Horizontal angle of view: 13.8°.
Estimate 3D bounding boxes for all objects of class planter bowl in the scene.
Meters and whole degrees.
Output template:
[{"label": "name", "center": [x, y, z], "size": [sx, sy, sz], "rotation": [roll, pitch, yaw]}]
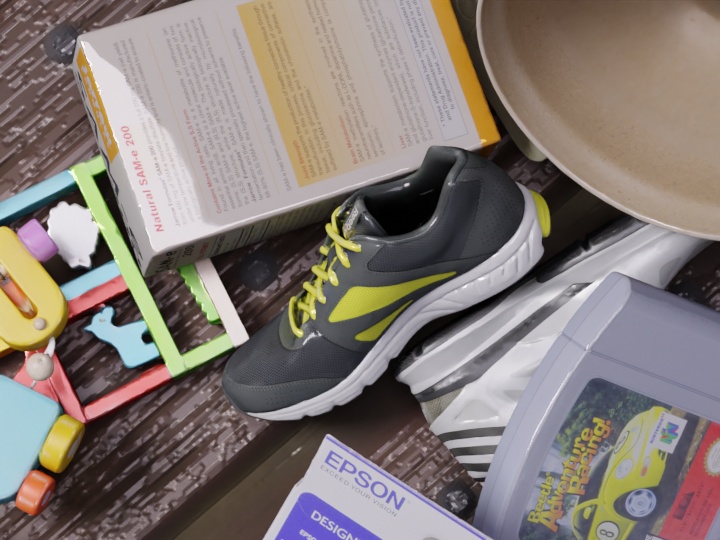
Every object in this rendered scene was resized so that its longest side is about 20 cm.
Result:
[{"label": "planter bowl", "center": [0.178, -0.133, 1.513], "size": [0.200, 0.200, 0.135], "rotation": [35, 59, 5]}]

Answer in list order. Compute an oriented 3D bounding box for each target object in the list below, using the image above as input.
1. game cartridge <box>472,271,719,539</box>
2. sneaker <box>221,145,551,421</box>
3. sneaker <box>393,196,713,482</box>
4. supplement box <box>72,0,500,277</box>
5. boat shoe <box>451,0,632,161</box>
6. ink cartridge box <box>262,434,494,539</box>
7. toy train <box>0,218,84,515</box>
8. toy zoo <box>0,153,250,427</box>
[{"label": "game cartridge", "center": [0.135, 0.108, 1.558], "size": [0.133, 0.041, 0.200], "rotation": [20, 97, -22]}, {"label": "sneaker", "center": [0.000, 0.000, 1.574], "size": [0.200, 0.085, 0.075], "rotation": [-36, 39, 9]}, {"label": "sneaker", "center": [0.129, 0.045, 1.603], "size": [0.200, 0.076, 0.115], "rotation": [-32, 92, 4]}, {"label": "supplement box", "center": [-0.041, -0.089, 1.601], "size": [0.200, 0.074, 0.126], "rotation": [-17, 82, -11]}, {"label": "boat shoe", "center": [0.081, -0.156, 1.628], "size": [0.063, 0.074, 0.202], "rotation": [-20, 75, -29]}, {"label": "ink cartridge box", "center": [0.035, 0.190, 1.528], "size": [0.198, 0.200, 0.043], "rotation": [33, 40, 5]}, {"label": "toy train", "center": [-0.224, 0.046, 1.585], "size": [0.150, 0.056, 0.200], "rotation": [-13, 80, 0]}, {"label": "toy zoo", "center": [-0.177, 0.026, 1.623], "size": [0.200, 0.020, 0.131], "rotation": [-27, 83, -3]}]
